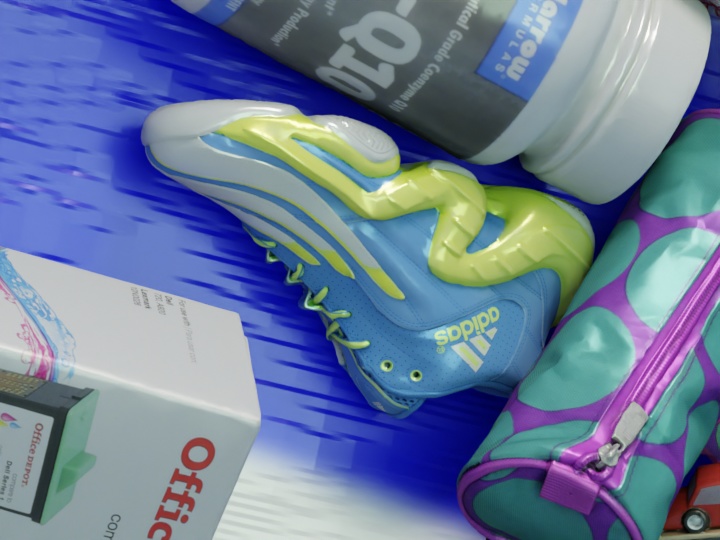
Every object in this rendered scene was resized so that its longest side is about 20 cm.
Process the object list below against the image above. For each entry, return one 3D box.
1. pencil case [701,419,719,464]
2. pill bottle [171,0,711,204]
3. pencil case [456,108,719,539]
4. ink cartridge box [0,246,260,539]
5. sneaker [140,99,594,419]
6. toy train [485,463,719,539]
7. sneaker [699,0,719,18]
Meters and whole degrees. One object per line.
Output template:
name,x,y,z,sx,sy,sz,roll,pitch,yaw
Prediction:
pencil case,0.227,0.097,1.136,0.200,0.088,0.088,39,75,-13
pill bottle,0.033,-0.112,1.066,0.200,0.114,0.114,27,78,-15
pencil case,0.120,0.029,1.062,0.085,0.092,0.200,35,63,-4
ink cartridge box,-0.153,0.069,0.974,0.199,0.084,0.145,16,113,-18
sneaker,0.000,0.000,1.067,0.199,0.076,0.105,16,82,-18
toy train,0.149,0.100,1.087,0.199,0.034,0.046,-5,104,11
sneaker,0.178,-0.117,1.091,0.067,0.108,0.201,-45,87,-1
